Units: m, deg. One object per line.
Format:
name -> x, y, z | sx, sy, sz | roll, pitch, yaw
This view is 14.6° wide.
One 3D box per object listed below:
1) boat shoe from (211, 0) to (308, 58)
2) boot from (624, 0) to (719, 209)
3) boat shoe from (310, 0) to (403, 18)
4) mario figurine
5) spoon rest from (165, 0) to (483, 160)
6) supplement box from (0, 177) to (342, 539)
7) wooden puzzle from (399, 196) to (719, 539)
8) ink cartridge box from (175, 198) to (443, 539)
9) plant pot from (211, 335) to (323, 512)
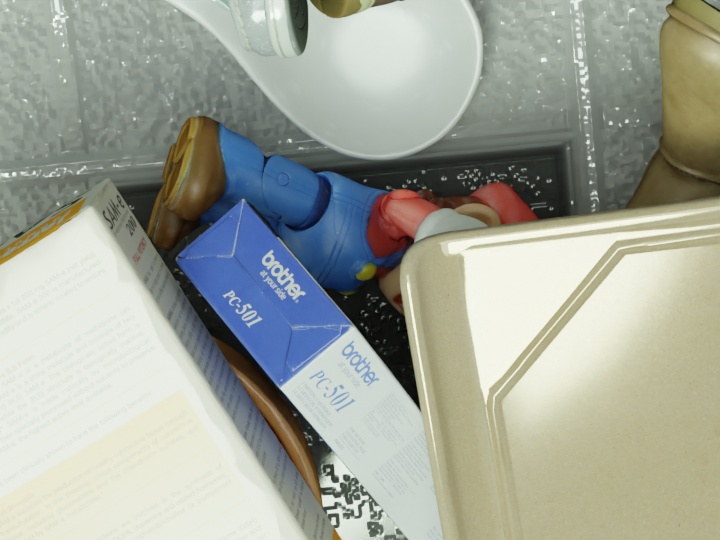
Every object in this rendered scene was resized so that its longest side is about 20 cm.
boat shoe -> -0.075, -0.174, 1.263 | 0.064, 0.074, 0.203 | -23, 65, 2
boot -> 0.129, -0.011, 1.269 | 0.066, 0.175, 0.201 | 32, 87, 26
boat shoe -> 0.003, -0.216, 1.263 | 0.065, 0.073, 0.201 | -12, 114, -30
mario figurine -> 0.000, 0.000, 1.312 | 0.199, 0.124, 0.107 | 16, 107, -8
spoon rest -> -0.038, -0.121, 1.320 | 0.199, 0.061, 0.100 | 24, 102, -2
supplement box -> -0.110, 0.079, 1.217 | 0.126, 0.074, 0.201 | -30, 99, 8
wooden puzzle -> 0.128, 0.060, 1.231 | 0.199, 0.037, 0.186 | -9, 107, 5
ink cartridge box -> -0.005, 0.057, 1.270 | 0.044, 0.094, 0.200 | -39, 143, -2
plant pot -> -0.113, 0.106, 1.331 | 0.199, 0.140, 0.201 | 0, 103, 2
